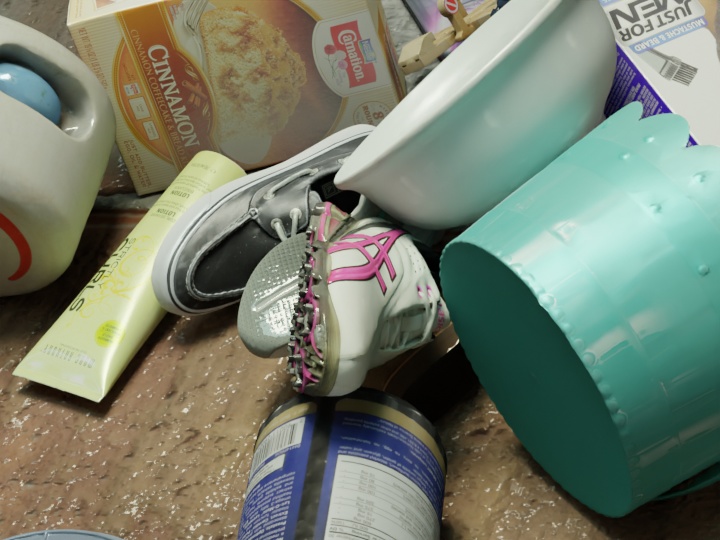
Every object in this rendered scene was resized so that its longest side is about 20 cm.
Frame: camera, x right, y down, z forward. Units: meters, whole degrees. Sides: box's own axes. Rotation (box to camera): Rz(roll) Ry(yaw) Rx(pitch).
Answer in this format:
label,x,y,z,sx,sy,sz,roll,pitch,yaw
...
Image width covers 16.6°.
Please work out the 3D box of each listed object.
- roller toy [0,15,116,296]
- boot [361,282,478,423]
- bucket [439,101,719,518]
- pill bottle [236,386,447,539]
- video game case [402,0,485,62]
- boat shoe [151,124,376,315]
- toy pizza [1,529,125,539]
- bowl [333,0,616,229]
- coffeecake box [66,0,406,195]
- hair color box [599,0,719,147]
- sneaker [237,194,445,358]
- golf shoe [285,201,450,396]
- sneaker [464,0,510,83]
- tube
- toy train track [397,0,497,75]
label,x,y,z,sx,sy,sz,roll,pitch,yaw
roller toy,-0.260,-0.081,1.645,0.181,0.200,0.141,10,60,11
boot,0.075,0.009,1.489,0.199,0.074,0.075,-36,53,-17
bucket,0.147,0.027,1.349,0.134,0.208,0.207,-31,40,-15
pill bottle,-0.015,0.166,1.316,0.111,0.112,0.201,-7,40,15
video game case,0.107,-0.205,1.784,0.142,0.019,0.200,-23,39,-4
boat shoe,-0.042,-0.029,1.591,0.199,0.072,0.068,-29,25,-23
toy pizza,-0.191,0.227,1.383,0.199,0.032,0.201,-12,40,10
bowl,0.086,-0.088,1.463,0.201,0.090,0.201,-43,8,7
coffeecake box,-0.081,-0.151,1.688,0.198,0.154,0.073,-13,39,8
hair color box,0.205,-0.117,1.517,0.109,0.065,0.201,-22,65,-30
sneaker,0.000,0.000,1.535,0.070,0.081,0.200,30,54,26
golf shoe,0.007,0.016,1.382,0.091,0.073,0.200,11,23,0
sneaker,0.114,-0.190,1.602,0.075,0.085,0.200,0,40,49
tube,-0.142,0.005,1.616,0.200,0.052,0.058,-53,8,-29
toy train track,0.089,-0.197,1.710,0.114,0.033,0.200,-20,15,50
